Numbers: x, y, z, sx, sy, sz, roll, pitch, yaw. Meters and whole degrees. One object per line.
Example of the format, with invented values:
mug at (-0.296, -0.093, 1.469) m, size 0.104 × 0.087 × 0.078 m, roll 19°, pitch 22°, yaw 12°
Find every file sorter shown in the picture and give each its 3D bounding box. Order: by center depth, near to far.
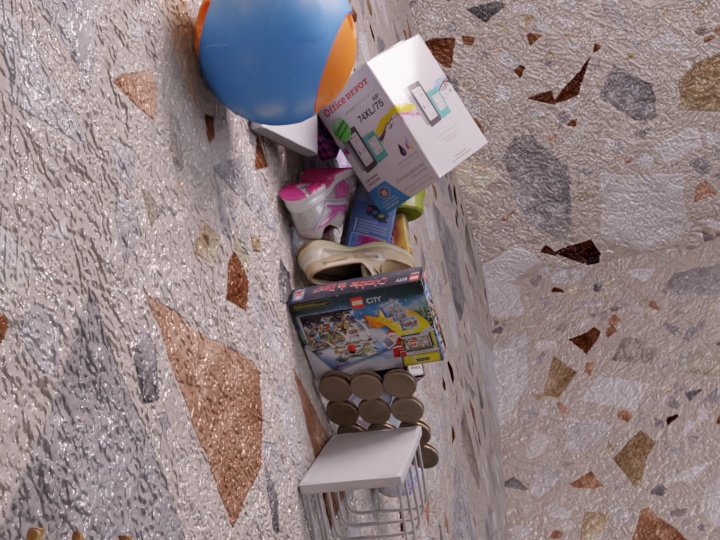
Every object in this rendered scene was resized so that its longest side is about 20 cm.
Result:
file sorter at (0.014, 0.312, 1.325) m, size 0.200 × 0.136 × 0.127 m, roll -38°, pitch 119°, yaw -76°

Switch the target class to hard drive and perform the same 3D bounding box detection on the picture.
hard drive at (-0.109, -0.282, 1.397) m, size 0.131 × 0.026 × 0.204 m, roll 19°, pitch 66°, yaw -53°

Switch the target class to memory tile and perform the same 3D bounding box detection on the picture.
memory tile at (0.028, 0.224, 1.421) m, size 0.017 × 0.150 × 0.202 m, roll -75°, pitch 153°, yaw -51°

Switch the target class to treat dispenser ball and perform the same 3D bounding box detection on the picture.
treat dispenser ball at (-0.103, -0.280, 1.168) m, size 0.201 × 0.197 × 0.205 m, roll -11°, pitch 90°, yaw -77°

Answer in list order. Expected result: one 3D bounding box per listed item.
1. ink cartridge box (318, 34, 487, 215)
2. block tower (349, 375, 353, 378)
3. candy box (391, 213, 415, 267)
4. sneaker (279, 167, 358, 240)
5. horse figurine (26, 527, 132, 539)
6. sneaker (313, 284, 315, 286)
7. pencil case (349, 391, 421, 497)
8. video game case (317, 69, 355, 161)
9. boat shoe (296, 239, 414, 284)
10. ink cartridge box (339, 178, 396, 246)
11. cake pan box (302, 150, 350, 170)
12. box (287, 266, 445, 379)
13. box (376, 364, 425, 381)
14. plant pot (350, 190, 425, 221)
ink cartridge box at (0.062, -0.224, 1.474) m, size 0.146 × 0.146 × 0.202 m, roll -36°, pitch 94°, yaw -41°
block tower at (-0.019, 0.106, 1.535) m, size 0.201 × 0.053 × 0.059 m, roll -79°, pitch 154°, yaw -57°
candy box at (0.043, 0.009, 1.751) m, size 0.056 × 0.115 × 0.204 m, roll 31°, pitch 49°, yaw -74°
sneaker at (-0.060, -0.104, 1.475) m, size 0.200 × 0.080 × 0.090 m, roll -41°, pitch 127°, yaw -56°
horse figurine at (-0.199, 0.239, 0.627) m, size 0.200 × 0.049 × 0.135 m, roll 59°, pitch 35°, yaw -71°
sneaker at (0.001, 0.071, 1.455) m, size 0.080 × 0.199 × 0.075 m, roll -3°, pitch 118°, yaw -47°
pencil case at (0.039, 0.281, 1.579) m, size 0.090 × 0.083 × 0.202 m, roll 27°, pitch -35°, yaw 50°
video game case at (-0.073, -0.309, 1.520) m, size 0.201 × 0.035 × 0.183 m, roll 55°, pitch 40°, yaw -35°
boat shoe at (0.000, 0.000, 1.443) m, size 0.073 × 0.197 × 0.065 m, roll -62°, pitch -142°, yaw 32°
ink cartridge box at (0.016, -0.093, 1.587) m, size 0.137 × 0.075 × 0.203 m, roll 118°, pitch -16°, yaw -68°
cake pan box at (-0.059, -0.221, 1.650) m, size 0.200 × 0.051 × 0.188 m, roll -28°, pitch 108°, yaw -77°
box at (0.011, 0.077, 1.360) m, size 0.038 × 0.196 × 0.138 m, roll -75°, pitch 152°, yaw -58°
box at (0.047, 0.138, 1.593) m, size 0.200 × 0.035 × 0.145 m, roll 123°, pitch -41°, yaw -61°
plant pot at (0.050, -0.193, 1.792) m, size 0.200 × 0.197 × 0.197 m, roll 36°, pitch 48°, yaw -71°
